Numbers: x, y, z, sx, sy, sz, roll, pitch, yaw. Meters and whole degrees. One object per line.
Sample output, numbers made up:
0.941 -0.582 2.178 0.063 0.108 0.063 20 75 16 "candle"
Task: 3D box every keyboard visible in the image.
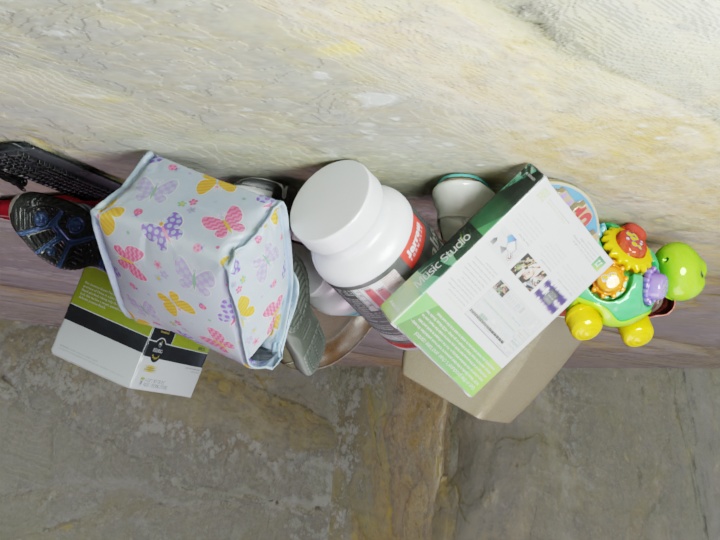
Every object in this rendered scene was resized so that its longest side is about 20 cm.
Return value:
-0.348 -0.102 1.207 0.126 0.021 0.200 0 170 21 "keyboard"

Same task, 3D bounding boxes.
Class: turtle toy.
0.300 0.002 1.267 0.198 0.147 0.101 8 136 -27 "turtle toy"

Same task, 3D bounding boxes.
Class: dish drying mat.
-0.378 -0.077 1.388 0.198 0.018 0.077 -1 169 29 "dish drying mat"

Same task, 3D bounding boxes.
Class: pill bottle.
0.000 0.000 1.349 0.110 0.112 0.199 -4 175 41 "pill bottle"
0.021 -0.014 1.131 0.115 0.117 0.200 -2 147 36 "pill bottle"

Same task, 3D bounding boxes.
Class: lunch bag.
-0.158 0.002 1.121 0.169 0.127 0.201 20 140 22 "lunch bag"

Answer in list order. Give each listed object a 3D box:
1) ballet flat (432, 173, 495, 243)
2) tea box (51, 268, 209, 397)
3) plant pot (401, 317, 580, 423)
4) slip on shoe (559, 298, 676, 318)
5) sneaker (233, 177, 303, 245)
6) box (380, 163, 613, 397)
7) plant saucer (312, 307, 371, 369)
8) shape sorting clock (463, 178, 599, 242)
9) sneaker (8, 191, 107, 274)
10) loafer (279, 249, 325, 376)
0.109 -0.049 1.192 0.069 0.070 0.200 3 171 3 "ballet flat"
-0.289 0.055 1.535 0.133 0.198 0.200 21 176 17 "tea box"
0.168 0.098 1.532 0.199 0.178 0.199 29 -177 27 "plant pot"
0.298 0.027 1.354 0.198 0.075 0.061 6 -173 -24 "slip on shoe"
-0.060 -0.058 1.242 0.198 0.076 0.115 16 175 -17 "sneaker"
0.134 0.013 1.086 0.144 0.200 0.036 44 -177 -36 "box"
-0.029 0.036 1.474 0.032 0.201 0.200 31 -173 31 "plant saucer"
0.163 -0.001 1.136 0.199 0.201 0.039 11 -159 -40 "shape sorting clock"
-0.329 -0.041 1.303 0.077 0.076 0.200 32 -179 43 "sneaker"
-0.095 0.046 1.249 0.069 0.075 0.201 10 140 21 "loafer"
